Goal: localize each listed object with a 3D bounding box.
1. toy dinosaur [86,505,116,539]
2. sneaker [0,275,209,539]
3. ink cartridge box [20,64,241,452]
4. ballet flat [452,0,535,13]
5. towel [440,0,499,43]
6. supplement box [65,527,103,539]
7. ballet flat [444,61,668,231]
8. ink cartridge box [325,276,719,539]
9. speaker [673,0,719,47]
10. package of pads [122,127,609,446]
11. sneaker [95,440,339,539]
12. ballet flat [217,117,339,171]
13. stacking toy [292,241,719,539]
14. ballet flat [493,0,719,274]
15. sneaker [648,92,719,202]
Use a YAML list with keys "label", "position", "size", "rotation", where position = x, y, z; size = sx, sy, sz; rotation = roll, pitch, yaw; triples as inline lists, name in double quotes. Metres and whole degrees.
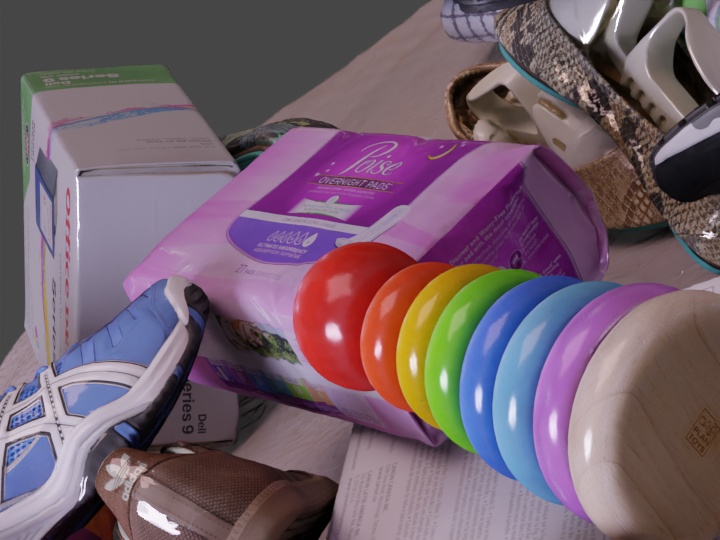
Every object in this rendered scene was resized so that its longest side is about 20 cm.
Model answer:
- label: "toy dinosaur"
  position: [-0.143, 0.120, 1.235]
  size: [0.200, 0.105, 0.181]
  rotation: [-42, 39, -23]
- label: "sneaker"
  position: [-0.135, 0.071, 1.027]
  size: [0.200, 0.077, 0.076]
  rotation: [-48, -7, -19]
- label: "ink cartridge box"
  position: [-0.118, -0.010, 1.316]
  size: [0.087, 0.146, 0.200]
  rotation: [-4, 19, -15]
- label: "ballet flat"
  position: [0.120, -0.161, 1.060]
  size: [0.199, 0.057, 0.066]
  rotation: [-22, 20, -8]
- label: "towel"
  position: [0.128, -0.212, 1.345]
  size: [0.165, 0.086, 0.200]
  rotation: [-5, 45, 56]
- label: "supplement box"
  position: [-0.077, 0.184, 0.986]
  size: [0.101, 0.103, 0.200]
  rotation: [-49, 21, -11]
- label: "ballet flat"
  position: [0.092, -0.062, 1.170]
  size: [0.071, 0.065, 0.200]
  rotation: [-48, 23, -15]
- label: "ink cartridge box"
  position: [0.081, 0.084, 0.990]
  size: [0.199, 0.050, 0.163]
  rotation: [-17, 31, 22]
- label: "speaker"
  position: [0.180, -0.111, 1.082]
  size: [0.088, 0.088, 0.200]
  rotation: [-43, 23, 2]
- label: "package of pads"
  position: [0.000, 0.000, 1.084]
  size: [0.120, 0.076, 0.200]
  rotation: [-44, 26, -22]
- label: "sneaker"
  position: [-0.056, 0.095, 1.035]
  size: [0.071, 0.075, 0.200]
  rotation: [-58, -6, -8]
- label: "ballet flat"
  position: [-0.067, -0.044, 1.428]
  size: [0.199, 0.074, 0.074]
  rotation: [-5, 44, 54]
- label: "stacking toy"
  position: [0.048, 0.032, 0.889]
  size: [0.085, 0.085, 0.200]
  rotation: [-51, 34, -16]
- label: "ballet flat"
  position: [0.121, -0.080, 1.069]
  size: [0.067, 0.076, 0.200]
  rotation: [-9, 40, -25]
- label: "sneaker"
  position: [0.198, -0.048, 0.929]
  size: [0.199, 0.088, 0.076]
  rotation: [-23, 1, 33]
